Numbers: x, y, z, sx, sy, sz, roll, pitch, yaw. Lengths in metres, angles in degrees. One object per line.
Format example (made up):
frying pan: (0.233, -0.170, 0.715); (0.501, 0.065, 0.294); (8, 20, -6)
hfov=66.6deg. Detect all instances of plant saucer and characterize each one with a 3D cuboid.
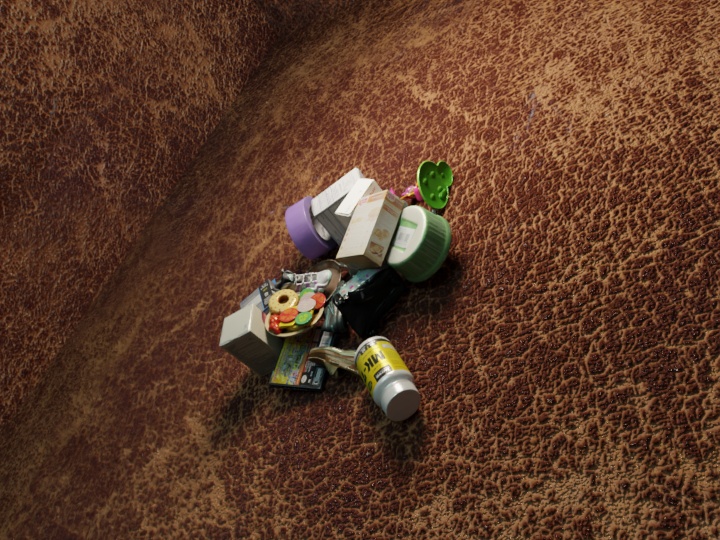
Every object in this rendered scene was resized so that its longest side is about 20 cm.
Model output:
plant saucer: (-0.135, 0.056, 1.820); (0.197, 0.034, 0.204); (-27, 41, 25)

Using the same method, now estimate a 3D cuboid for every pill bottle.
pill bottle: (0.067, 0.267, 1.361); (0.114, 0.114, 0.201); (-41, 37, 3)

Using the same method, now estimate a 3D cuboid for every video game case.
video game case: (-0.165, 0.257, 1.632); (0.176, 0.026, 0.204); (-1, 53, 25)

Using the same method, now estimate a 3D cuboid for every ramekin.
ramekin: (0.149, -0.080, 1.526); (0.198, 0.096, 0.205); (-32, 45, 38)

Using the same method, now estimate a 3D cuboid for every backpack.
backpack: (0.027, 0.067, 1.560); (0.199, 0.168, 0.126); (-42, 31, -8)

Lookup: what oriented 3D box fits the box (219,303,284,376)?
box: (-0.322, 0.219, 1.703); (0.125, 0.200, 0.111); (-25, 41, 21)

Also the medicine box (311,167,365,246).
medicine box: (-0.037, -0.204, 1.847); (0.197, 0.183, 0.104); (-32, 37, 14)

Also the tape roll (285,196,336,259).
tape roll: (-0.171, -0.147, 1.908); (0.083, 0.200, 0.203); (-25, 40, 21)

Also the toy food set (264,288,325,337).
toy food set: (-0.199, 0.124, 1.658); (0.192, 0.050, 0.202); (-8, 34, 15)

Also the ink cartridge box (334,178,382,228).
ink cartridge box: (0.032, -0.169, 1.733); (0.082, 0.200, 0.148); (16, 65, 49)

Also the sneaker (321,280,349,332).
sneaker: (-0.076, 0.107, 1.660); (0.077, 0.077, 0.203); (-15, 36, 16)

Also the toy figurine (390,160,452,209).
toy figurine: (0.179, -0.259, 1.759); (0.181, 0.152, 0.200); (-16, 22, 45)

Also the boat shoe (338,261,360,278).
boat shoe: (0.000, 0.000, 1.720); (0.199, 0.071, 0.069); (34, 97, 44)

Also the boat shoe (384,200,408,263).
boat shoe: (0.100, -0.117, 1.697); (0.064, 0.073, 0.209); (7, 86, 56)

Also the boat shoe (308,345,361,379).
boat shoe: (-0.063, 0.258, 1.515); (0.195, 0.076, 0.076); (-1, 63, 32)

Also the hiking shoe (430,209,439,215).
hiking shoe: (0.199, -0.096, 1.610); (0.085, 0.075, 0.204); (-18, 44, 29)

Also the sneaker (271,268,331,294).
sneaker: (-0.199, 0.032, 1.757); (0.197, 0.140, 0.079); (-33, 37, 15)

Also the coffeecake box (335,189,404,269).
coffeecake box: (0.027, -0.113, 1.562); (0.152, 0.072, 0.205); (-6, 59, 58)

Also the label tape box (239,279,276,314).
label tape box: (-0.358, 0.112, 1.955); (0.143, 0.063, 0.201); (-39, 37, 6)
